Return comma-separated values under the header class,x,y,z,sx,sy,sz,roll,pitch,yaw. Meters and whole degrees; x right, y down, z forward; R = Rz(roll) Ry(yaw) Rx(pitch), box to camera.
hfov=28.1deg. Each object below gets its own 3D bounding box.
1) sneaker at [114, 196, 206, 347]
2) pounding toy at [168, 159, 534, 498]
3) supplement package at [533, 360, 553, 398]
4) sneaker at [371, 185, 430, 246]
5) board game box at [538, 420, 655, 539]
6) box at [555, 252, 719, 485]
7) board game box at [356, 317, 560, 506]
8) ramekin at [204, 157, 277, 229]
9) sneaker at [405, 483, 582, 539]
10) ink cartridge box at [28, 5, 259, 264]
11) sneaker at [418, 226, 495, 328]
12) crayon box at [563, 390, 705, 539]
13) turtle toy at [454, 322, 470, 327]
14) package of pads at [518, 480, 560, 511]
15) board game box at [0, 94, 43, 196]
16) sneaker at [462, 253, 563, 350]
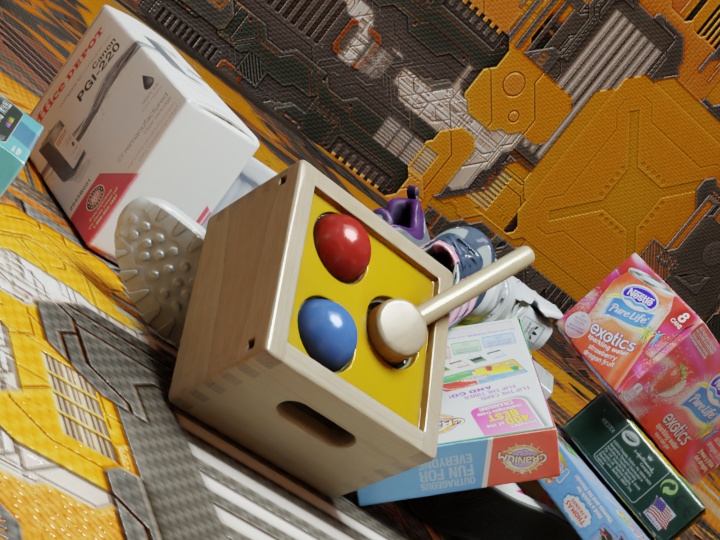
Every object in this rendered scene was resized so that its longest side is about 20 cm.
class,x,y,z,sx,sy,sz,roll,pitch,yaw
sneaker,-0.104,0.021,1.071,0.200,0.076,0.081,49,23,-16
pounding toy,0.002,0.035,0.991,0.199,0.142,0.186,35,46,-31
supplement package,0.088,0.097,1.484,0.199,0.114,0.110,38,8,4
sneaker,0.000,0.000,1.227,0.074,0.088,0.200,4,28,28
board game box,0.191,0.191,1.190,0.151,0.037,0.200,42,8,-47
box,0.264,0.089,1.250,0.200,0.095,0.100,45,6,-47
board game box,0.066,0.105,1.122,0.200,0.151,0.041,-93,174,-68
ramekin,-0.088,-0.030,1.327,0.202,0.095,0.202,37,-3,2
sneaker,0.111,0.190,1.196,0.199,0.084,0.121,36,17,-19
ink cartridge box,-0.189,-0.109,1.189,0.084,0.146,0.200,29,12,-40
sneaker,0.070,0.003,1.183,0.070,0.082,0.200,34,38,8
crayon box,0.245,0.177,1.266,0.127,0.051,0.200,50,3,16
turtle toy,0.044,0.089,1.325,0.145,0.102,0.200,16,-14,37
package of pads,0.172,0.219,1.348,0.199,0.068,0.155,40,7,1
board game box,-0.328,-0.136,1.040,0.199,0.047,0.151,38,8,-15
sneaker,0.136,0.035,1.363,0.114,0.075,0.200,36,4,-2
